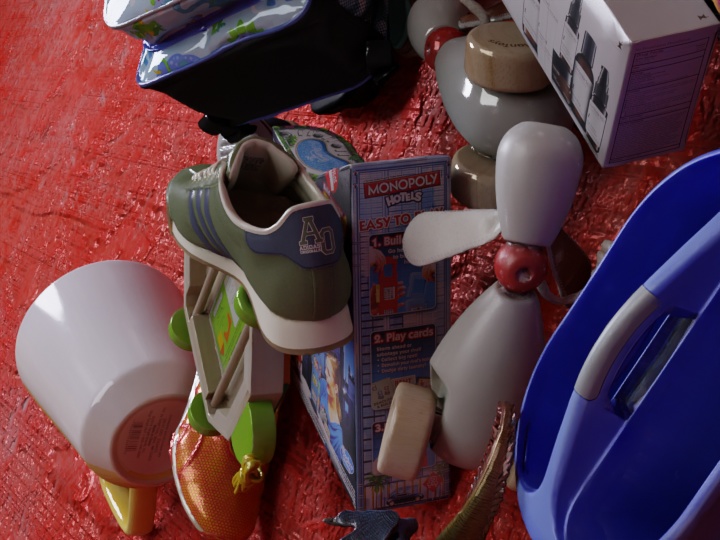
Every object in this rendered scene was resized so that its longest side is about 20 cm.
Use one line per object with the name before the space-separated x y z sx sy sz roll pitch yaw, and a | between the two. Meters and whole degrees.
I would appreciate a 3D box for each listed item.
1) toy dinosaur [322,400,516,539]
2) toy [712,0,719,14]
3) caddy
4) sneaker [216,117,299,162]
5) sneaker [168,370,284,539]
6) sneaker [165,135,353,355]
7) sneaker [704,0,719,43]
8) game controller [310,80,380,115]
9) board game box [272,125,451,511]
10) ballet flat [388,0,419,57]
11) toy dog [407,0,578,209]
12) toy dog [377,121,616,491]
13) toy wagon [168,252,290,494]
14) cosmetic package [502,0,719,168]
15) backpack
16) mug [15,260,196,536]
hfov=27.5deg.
toy dinosaur | 0.039 0.195 0.712 0.199 0.182 0.105 -36 49 -6
toy | 0.181 -0.133 0.624 0.115 0.047 0.201 -19 97 56
caddy | 0.143 0.045 0.632 0.201 0.104 0.142 -60 28 17
sneaker | -0.025 -0.034 1.039 0.079 0.079 0.201 -52 55 38
sneaker | -0.088 0.097 1.050 0.077 0.073 0.201 -38 40 47
sneaker | -0.058 -0.038 0.827 0.200 0.067 0.091 45 143 52
sneaker | 0.190 -0.142 0.724 0.200 0.066 0.091 24 91 59
game controller | 0.008 -0.216 1.136 0.104 0.042 0.201 -1 70 61
board game box | 0.000 0.000 0.870 0.200 0.061 0.201 -121 30 -52
ballet flat | 0.036 -0.234 1.048 0.068 0.072 0.201 119 141 -48
toy dog | 0.091 -0.118 0.860 0.132 0.095 0.201 104 163 -48
toy dog | 0.075 0.023 0.770 0.201 0.131 0.096 -56 9 13
toy wagon | -0.082 0.050 0.962 0.155 0.039 0.201 118 142 -52
cosmetic package | 0.105 -0.153 0.737 0.083 0.050 0.201 96 157 -49
backpack | -0.070 -0.218 0.986 0.182 0.147 0.201 -16 55 38
mug | -0.173 0.105 1.170 0.149 0.187 0.153 -35 38 -7
